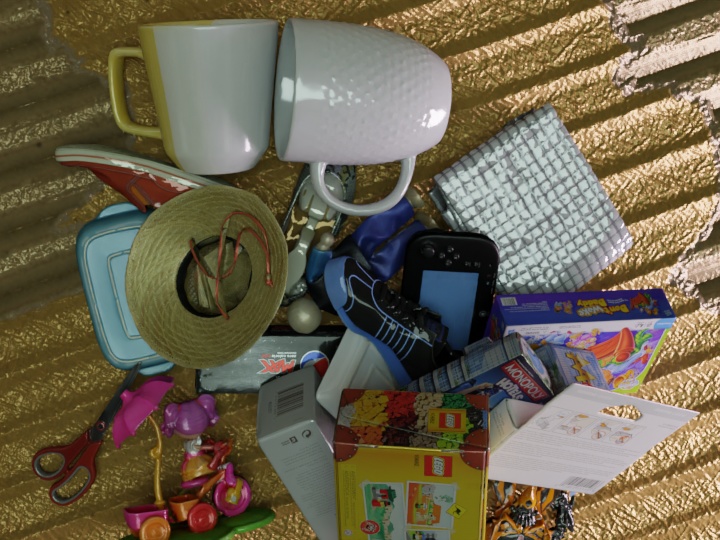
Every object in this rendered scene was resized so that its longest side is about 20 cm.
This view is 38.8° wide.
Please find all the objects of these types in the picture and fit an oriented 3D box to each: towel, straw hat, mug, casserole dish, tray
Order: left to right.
[{"bbox_3d":[-0.255,0.025,1.158,0.119,0.039,0.203,-13,99,-2],"label":"casserole dish"},{"bbox_3d":[-0.168,-0.190,1.105,0.148,0.185,0.156,-14,110,-36],"label":"mug"},{"bbox_3d":[-0.151,0.008,1.118,0.198,0.085,0.205,-1,87,19],"label":"straw hat"},{"bbox_3d":[0.002,-0.160,1.096,0.172,0.148,0.204,2,92,-13],"label":"mug"},{"bbox_3d":[0.035,0.154,1.138,0.200,0.022,0.108,47,56,-31],"label":"tray"},{"bbox_3d":[0.189,-0.065,1.156,0.165,0.086,0.201,-35,100,3],"label":"towel"}]

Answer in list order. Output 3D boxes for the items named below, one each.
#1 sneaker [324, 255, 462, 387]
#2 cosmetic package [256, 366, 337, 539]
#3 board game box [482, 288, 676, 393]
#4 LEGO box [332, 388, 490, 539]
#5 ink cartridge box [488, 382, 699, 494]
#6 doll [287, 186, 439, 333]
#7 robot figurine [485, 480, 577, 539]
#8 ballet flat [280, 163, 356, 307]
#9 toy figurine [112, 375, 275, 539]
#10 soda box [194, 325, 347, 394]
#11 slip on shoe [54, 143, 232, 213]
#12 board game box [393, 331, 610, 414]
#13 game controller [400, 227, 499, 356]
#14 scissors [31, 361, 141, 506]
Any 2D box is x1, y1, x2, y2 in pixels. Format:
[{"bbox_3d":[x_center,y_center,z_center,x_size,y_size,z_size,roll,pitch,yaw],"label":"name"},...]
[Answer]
[{"bbox_3d":[0.043,0.053,1.094,0.077,0.071,0.201,-21,124,31],"label":"sneaker"},{"bbox_3d":[-0.040,0.217,1.131,0.073,0.102,0.202,-21,118,10],"label":"cosmetic package"},{"bbox_3d":[0.234,0.085,1.144,0.196,0.045,0.136,-2,137,-12],"label":"board game box"},{"bbox_3d":[0.052,0.222,1.018,0.146,0.078,0.203,2,124,5],"label":"LEGO box"},{"bbox_3d":[0.226,0.166,1.070,0.198,0.044,0.174,15,131,-33],"label":"ink cartridge box"},{"bbox_3d":[0.000,0.000,1.143,0.199,0.048,0.137,-41,122,-10],"label":"doll"},{"bbox_3d":[0.196,0.251,1.206,0.142,0.058,0.204,11,96,-4],"label":"robot figurine"},{"bbox_3d":[-0.055,-0.048,1.147,0.071,0.072,0.203,23,95,-6],"label":"ballet flat"},{"bbox_3d":[-0.201,0.210,1.147,0.197,0.150,0.188,-9,92,-25],"label":"toy figurine"},{"bbox_3d":[-0.088,0.101,1.166,0.196,0.063,0.072,1,99,-4],"label":"soda box"},{"bbox_3d":[-0.242,-0.096,1.129,0.197,0.074,0.062,17,99,-11],"label":"slip on shoe"},{"bbox_3d":[0.154,0.130,1.085,0.198,0.062,0.200,-28,140,13],"label":"board game box"},{"bbox_3d":[0.095,0.041,1.139,0.102,0.042,0.202,8,127,6],"label":"game controller"},{"bbox_3d":[-0.299,0.191,1.174,0.200,0.014,0.073,-42,93,11],"label":"scissors"}]
